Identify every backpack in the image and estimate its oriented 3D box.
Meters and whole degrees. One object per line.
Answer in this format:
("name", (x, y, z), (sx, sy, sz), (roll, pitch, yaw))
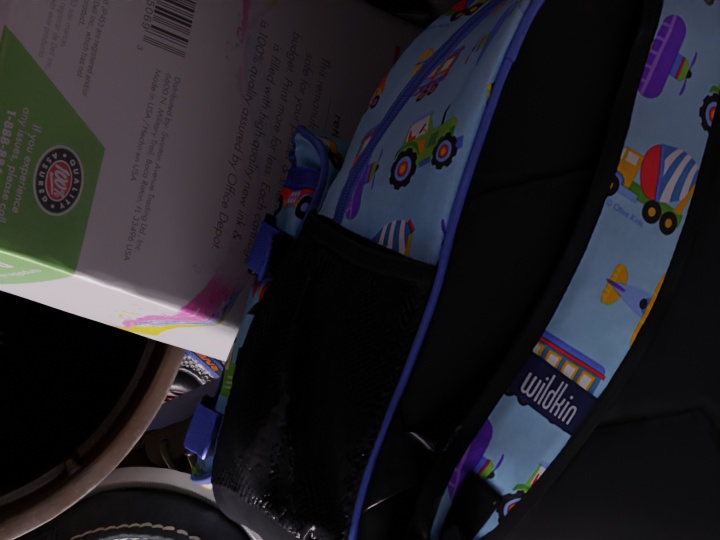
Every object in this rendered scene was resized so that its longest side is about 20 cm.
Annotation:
("backpack", (0.061, 0.000, 0.621), (0.182, 0.201, 0.134), (16, -179, -35))

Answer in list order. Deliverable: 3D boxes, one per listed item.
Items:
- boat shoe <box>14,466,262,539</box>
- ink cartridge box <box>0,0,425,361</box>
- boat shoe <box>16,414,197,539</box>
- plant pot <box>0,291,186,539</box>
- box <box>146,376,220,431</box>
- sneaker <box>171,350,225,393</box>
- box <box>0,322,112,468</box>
("boat shoe", (-0.108, 0.126, 0.774), (0.076, 0.060, 0.200), (48, 136, -13))
("ink cartridge box", (-0.043, -0.035, 0.678), (0.199, 0.118, 0.067), (21, 165, -36))
("boat shoe", (-0.052, 0.081, 0.850), (0.199, 0.076, 0.072), (-14, 153, -9))
("plant pot", (-0.158, 0.005, 0.802), (0.199, 0.202, 0.198), (11, 174, -3))
("box", (-0.001, 0.112, 1.010), (0.199, 0.153, 0.106), (-23, -168, -40))
("sneaker", (-0.136, 0.030, 1.104), (0.199, 0.079, 0.075), (11, 166, -5))
("box", (-0.148, 0.045, 0.941), (0.120, 0.201, 0.033), (13, 144, 10))
